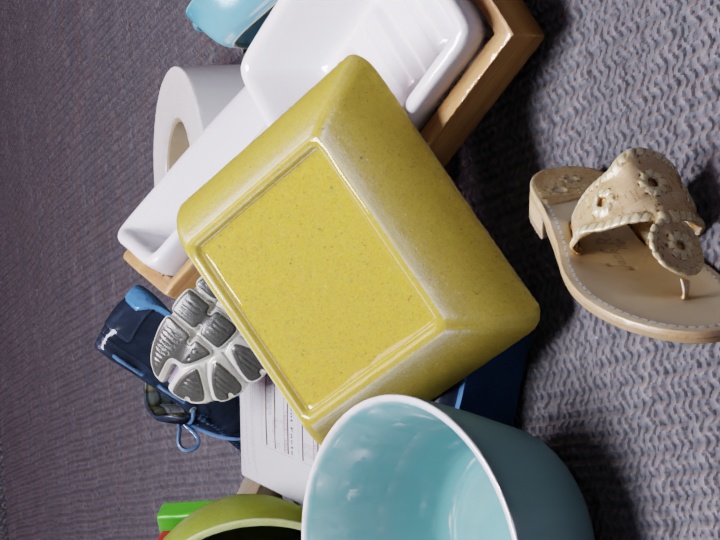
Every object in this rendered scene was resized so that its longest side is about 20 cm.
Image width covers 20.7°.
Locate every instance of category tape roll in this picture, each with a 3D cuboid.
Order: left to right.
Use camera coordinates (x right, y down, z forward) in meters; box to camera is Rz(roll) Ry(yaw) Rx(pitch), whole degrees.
[{"bbox_3d":[-0.133,-0.087,1.804,0.202,0.071,0.203,177,90,-71],"label":"tape roll"}]

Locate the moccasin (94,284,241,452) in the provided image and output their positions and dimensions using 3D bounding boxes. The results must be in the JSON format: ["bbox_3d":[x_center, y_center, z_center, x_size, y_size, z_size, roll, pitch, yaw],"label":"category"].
[{"bbox_3d":[-0.146,0.088,1.560,0.080,0.068,0.200,37,169,50],"label":"moccasin"}]

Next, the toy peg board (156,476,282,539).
[{"bbox_3d":[-0.116,0.290,1.584,0.199,0.097,0.201,-65,-34,-63],"label":"toy peg board"}]

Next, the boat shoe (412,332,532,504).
[{"bbox_3d":[0.061,0.085,1.281,0.069,0.084,0.201,40,117,44],"label":"boat shoe"}]

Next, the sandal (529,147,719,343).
[{"bbox_3d":[0.136,-0.034,1.033,0.212,0.077,0.070,-124,29,-64],"label":"sandal"}]

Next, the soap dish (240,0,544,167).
[{"bbox_3d":[0.019,-0.138,1.249,0.200,0.081,0.158,-52,56,38],"label":"soap dish"}]

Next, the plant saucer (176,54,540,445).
[{"bbox_3d":[-0.018,0.002,1.221,0.200,0.048,0.200,-38,84,38],"label":"plant saucer"}]

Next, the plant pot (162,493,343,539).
[{"bbox_3d":[-0.074,0.227,1.346,0.200,0.186,0.188,-118,28,-77],"label":"plant pot"}]

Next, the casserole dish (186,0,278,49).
[{"bbox_3d":[-0.028,-0.206,1.328,0.200,0.121,0.039,-37,78,26],"label":"casserole dish"}]

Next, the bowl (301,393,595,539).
[{"bbox_3d":[0.065,0.170,1.182,0.200,0.105,0.202,5,97,50],"label":"bowl"}]

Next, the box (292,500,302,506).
[{"bbox_3d":[-0.060,0.091,1.589,0.161,0.049,0.201,-147,41,-64],"label":"box"}]

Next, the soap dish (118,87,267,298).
[{"bbox_3d":[-0.086,-0.060,1.501,0.200,0.081,0.157,-48,20,-5],"label":"soap dish"}]

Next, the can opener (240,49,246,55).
[{"bbox_3d":[-0.067,-0.149,1.620,0.063,0.078,0.201,-132,34,-53],"label":"can opener"}]

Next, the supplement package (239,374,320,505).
[{"bbox_3d":[-0.006,0.104,1.405,0.200,0.113,0.110,-171,79,-70],"label":"supplement package"}]

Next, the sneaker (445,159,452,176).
[{"bbox_3d":[0.014,-0.145,1.366,0.070,0.075,0.201,136,128,-65],"label":"sneaker"}]

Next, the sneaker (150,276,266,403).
[{"bbox_3d":[-0.065,0.012,1.398,0.081,0.200,0.083,42,-177,2],"label":"sneaker"}]
